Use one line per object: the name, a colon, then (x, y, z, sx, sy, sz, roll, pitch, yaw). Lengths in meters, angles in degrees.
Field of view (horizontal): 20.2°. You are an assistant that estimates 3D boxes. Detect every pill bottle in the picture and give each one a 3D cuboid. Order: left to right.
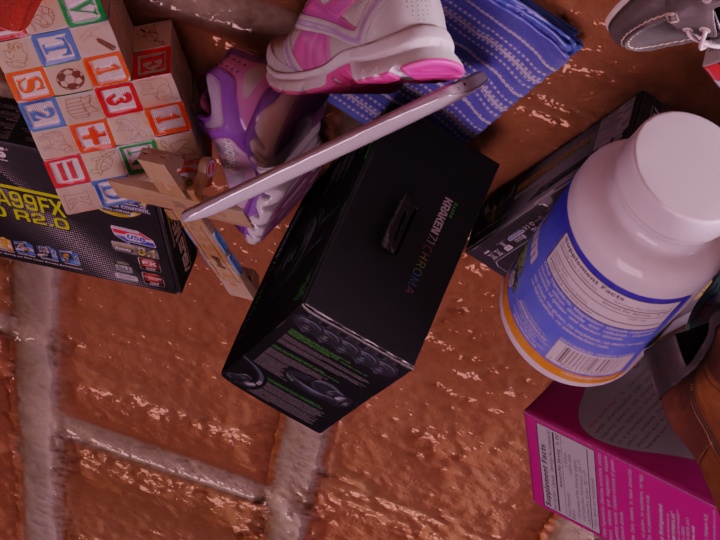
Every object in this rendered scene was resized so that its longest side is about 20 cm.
pill bottle: (0.174, -0.016, 1.323, 0.111, 0.113, 0.200, 24, 144, -5)

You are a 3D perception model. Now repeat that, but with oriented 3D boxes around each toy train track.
toy train track: (-0.112, -0.040, 1.483, 0.114, 0.033, 0.200, 14, 156, 24)

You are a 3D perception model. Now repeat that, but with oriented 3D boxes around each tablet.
tablet: (-0.015, -0.081, 1.326, 0.199, 0.130, 0.014, -25, 93, 17)

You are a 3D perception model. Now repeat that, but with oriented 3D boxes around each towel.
towel: (0.044, -0.145, 1.379, 0.144, 0.024, 0.200, 32, 145, -14)

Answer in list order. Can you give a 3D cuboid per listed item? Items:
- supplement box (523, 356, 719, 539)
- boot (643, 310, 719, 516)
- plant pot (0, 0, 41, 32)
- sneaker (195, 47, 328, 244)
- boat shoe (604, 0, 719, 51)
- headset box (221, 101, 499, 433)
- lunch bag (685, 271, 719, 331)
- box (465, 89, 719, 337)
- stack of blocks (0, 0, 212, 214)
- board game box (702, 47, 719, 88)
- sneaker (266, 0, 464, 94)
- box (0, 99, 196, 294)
supplement box: (0.227, 0.144, 1.456, 0.199, 0.101, 0.104, 26, 142, 33)
boot: (0.266, 0.118, 1.266, 0.188, 0.068, 0.201, -35, 75, 55)
plant pot: (-0.225, -0.300, 1.171, 0.199, 0.201, 0.176, 27, 136, -10)
sneaker: (-0.078, -0.096, 1.472, 0.088, 0.081, 0.201, 33, 155, 11)
boat shoe: (0.233, -0.163, 1.176, 0.199, 0.057, 0.067, -24, 160, 30)
headset box: (0.000, 0.000, 1.442, 0.092, 0.175, 0.200, 29, 155, -11)
lunch bag: (0.301, 0.036, 1.317, 0.161, 0.077, 0.201, 48, 139, 20)
box: (0.195, -0.028, 1.438, 0.158, 0.049, 0.200, 32, 144, -17)
stack of blocks: (-0.185, -0.139, 1.445, 0.114, 0.059, 0.201, -11, 136, 7)
board game box: (0.324, -0.093, 1.290, 0.126, 0.035, 0.200, -15, 132, 41)
sneaker: (0.001, -0.161, 1.310, 0.081, 0.089, 0.199, -3, -179, -31)
box: (-0.239, -0.062, 1.626, 0.198, 0.045, 0.161, 12, 146, 13)
